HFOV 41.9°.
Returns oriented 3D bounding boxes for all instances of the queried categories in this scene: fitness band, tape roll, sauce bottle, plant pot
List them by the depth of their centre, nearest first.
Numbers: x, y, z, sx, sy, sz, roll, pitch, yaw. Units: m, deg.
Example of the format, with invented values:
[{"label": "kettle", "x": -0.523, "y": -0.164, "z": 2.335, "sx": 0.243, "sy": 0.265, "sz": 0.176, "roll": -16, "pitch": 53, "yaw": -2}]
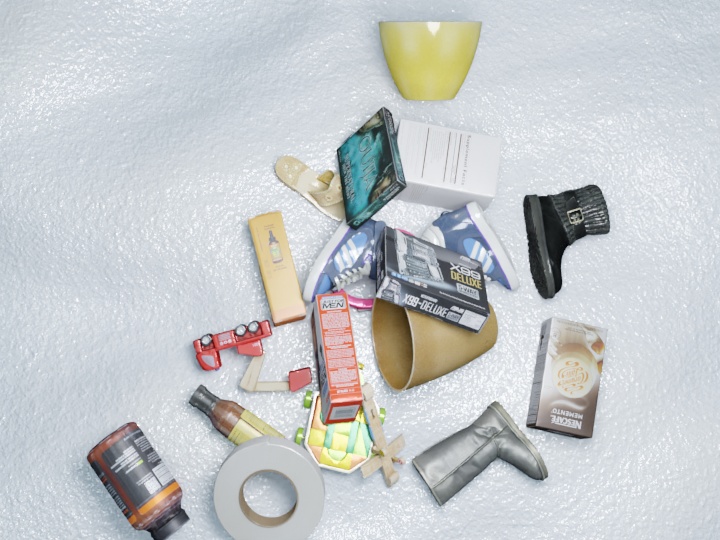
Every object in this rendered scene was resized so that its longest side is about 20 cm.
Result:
[{"label": "tape roll", "x": -0.159, "y": 0.391, "z": 1.648, "sx": 0.198, "sy": 0.037, "sz": 0.208, "roll": 0, "pitch": 103, "yaw": 1}, {"label": "sauce bottle", "x": -0.217, "y": 0.277, "z": 1.688, "sx": 0.199, "sy": 0.066, "sz": 0.066, "roll": 37, "pitch": 79, "yaw": 3}, {"label": "plant pot", "x": 0.142, "y": 0.111, "z": 1.707, "sx": 0.196, "sy": 0.186, "sz": 0.191, "roll": -6, "pitch": 80, "yaw": -23}, {"label": "fitness band", "x": 0.032, "y": -0.002, "z": 1.774, "sx": 0.195, "sy": 0.037, "sz": 0.147, "roll": -11, "pitch": 81, "yaw": -8}, {"label": "plant pot", "x": 0.132, "y": -0.400, "z": 1.792, "sx": 0.195, "sy": 0.200, "sz": 0.145, "roll": -2, "pitch": 105, "yaw": -5}]

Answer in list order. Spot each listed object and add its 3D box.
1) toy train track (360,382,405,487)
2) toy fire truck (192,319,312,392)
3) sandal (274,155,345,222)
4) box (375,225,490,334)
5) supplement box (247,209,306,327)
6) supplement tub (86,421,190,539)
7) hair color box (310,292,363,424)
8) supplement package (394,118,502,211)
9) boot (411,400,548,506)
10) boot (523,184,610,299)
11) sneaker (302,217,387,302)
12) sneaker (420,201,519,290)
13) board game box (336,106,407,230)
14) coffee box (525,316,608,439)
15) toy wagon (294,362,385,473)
[{"label": "toy train track", "x": 0.039, "y": 0.295, "z": 1.677, "sx": 0.114, "sy": 0.032, "sz": 0.204, "roll": -31, "pitch": 113, "yaw": -37}, {"label": "toy fire truck", "x": -0.196, "y": 0.166, "z": 1.714, "sx": 0.196, "sy": 0.049, "sz": 0.144, "roll": -15, "pitch": 90, "yaw": -2}, {"label": "sandal", "x": -0.068, "y": -0.157, "z": 1.775, "sx": 0.209, "sy": 0.070, "sz": 0.079, "roll": 28, "pitch": 78, "yaw": 0}, {"label": "box", "x": 0.123, "y": 0.014, "z": 1.635, "sx": 0.196, "sy": 0.159, "sz": 0.050, "roll": 20, "pitch": 123, "yaw": -12}, {"label": "supplement box", "x": -0.155, "y": -0.003, "z": 1.743, "sx": 0.065, "sy": 0.069, "sz": 0.204, "roll": -13, "pitch": 83, "yaw": -8}, {"label": "supplement tub", "x": -0.380, "y": 0.373, "z": 1.634, "sx": 0.106, "sy": 0.107, "sz": 0.202, "roll": -35, "pitch": 85, "yaw": -10}, {"label": "hair color box", "x": -0.044, "y": 0.156, "z": 1.672, "sx": 0.062, "sy": 0.111, "sz": 0.204, "roll": -3, "pitch": 62, "yaw": -10}, {"label": "supplement package", "x": 0.154, "y": -0.193, "z": 1.775, "sx": 0.195, "sy": 0.121, "sz": 0.123, "roll": 10, "pitch": 76, "yaw": -4}, {"label": "boot", "x": 0.217, "y": 0.359, "z": 1.709, "sx": 0.199, "sy": 0.073, "sz": 0.182, "roll": -36, "pitch": 71, "yaw": -16}, {"label": "boot", "x": 0.402, "y": -0.057, "z": 1.795, "sx": 0.154, "sy": 0.079, "sz": 0.216, "roll": -5, "pitch": 80, "yaw": -6}, {"label": "sneaker", "x": 0.000, "y": 0.000, "z": 1.712, "sx": 0.145, "sy": 0.081, "sz": 0.202, "roll": 30, "pitch": 70, "yaw": 8}, {"label": "sneaker", "x": 0.196, "y": -0.020, "z": 1.763, "sx": 0.145, "sy": 0.081, "sz": 0.201, "roll": -29, "pitch": 116, "yaw": 13}, {"label": "board game box", "x": 0.017, "y": -0.189, "z": 1.720, "sx": 0.028, "sy": 0.135, "sz": 0.203, "roll": 27, "pitch": 37, "yaw": -35}, {"label": "coffee box", "x": 0.383, "y": 0.201, "z": 1.747, "sx": 0.112, "sy": 0.080, "sz": 0.205, "roll": 11, "pitch": 79, "yaw": -3}, {"label": "toy wagon", "x": -0.031, "y": 0.262, "z": 1.719, "sx": 0.152, "sy": 0.040, "sz": 0.204, "roll": 13, "pitch": 79, "yaw": -3}]
